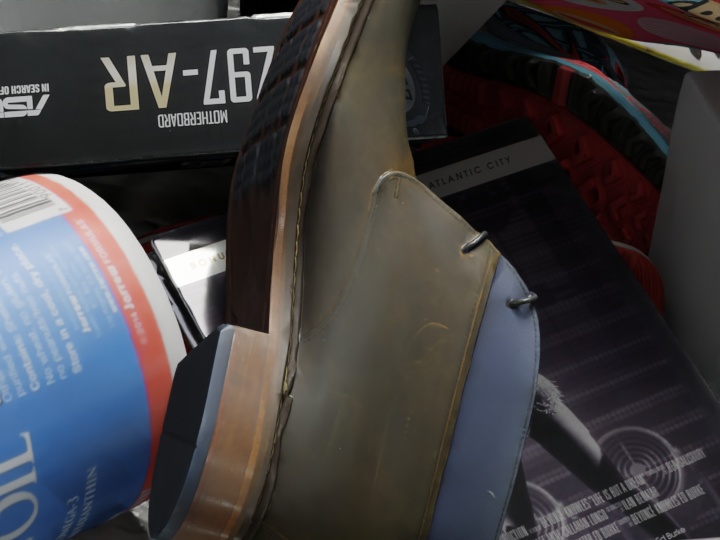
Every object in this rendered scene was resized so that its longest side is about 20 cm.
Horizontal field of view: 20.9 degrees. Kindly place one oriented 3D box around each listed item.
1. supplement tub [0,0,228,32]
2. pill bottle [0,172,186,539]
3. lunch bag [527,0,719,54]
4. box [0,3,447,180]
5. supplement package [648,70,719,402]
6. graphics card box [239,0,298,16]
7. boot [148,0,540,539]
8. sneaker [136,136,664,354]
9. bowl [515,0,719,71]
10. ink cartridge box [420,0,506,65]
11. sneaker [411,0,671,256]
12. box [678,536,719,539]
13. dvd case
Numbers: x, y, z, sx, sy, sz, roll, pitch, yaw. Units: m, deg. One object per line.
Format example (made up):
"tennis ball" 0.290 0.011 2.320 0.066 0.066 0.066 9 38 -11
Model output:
"supplement tub" -0.117 -0.158 0.865 0.122 0.123 0.200 3 34 -4
"pill bottle" -0.156 0.052 0.562 0.199 0.113 0.112 -24 44 -35
"lunch bag" 0.096 -0.116 0.617 0.199 0.082 0.176 17 7 -26
"box" -0.063 -0.059 0.699 0.159 0.044 0.200 -5 2 -8
"supplement package" 0.215 -0.001 0.695 0.199 0.110 0.114 -3 35 -13
"graphics card box" -0.030 -0.181 0.909 0.050 0.126 0.200 4 33 -6
"boot" 0.010 -0.006 0.572 0.096 0.201 0.075 19 -13 -14
"sneaker" 0.000 0.000 0.714 0.199 0.079 0.116 4 21 -15
"bowl" 0.118 -0.148 0.840 0.200 0.095 0.201 21 10 -4
"ink cartridge box" -0.009 -0.186 0.755 0.115 0.068 0.200 -45 73 -6
"sneaker" 0.086 -0.071 0.808 0.095 0.080 0.200 -17 41 -33
"box" 0.063 0.129 0.520 0.199 0.035 0.111 -2 54 -11
"dvd case" 0.041 0.050 0.608 0.148 0.016 0.201 -19 64 -26
